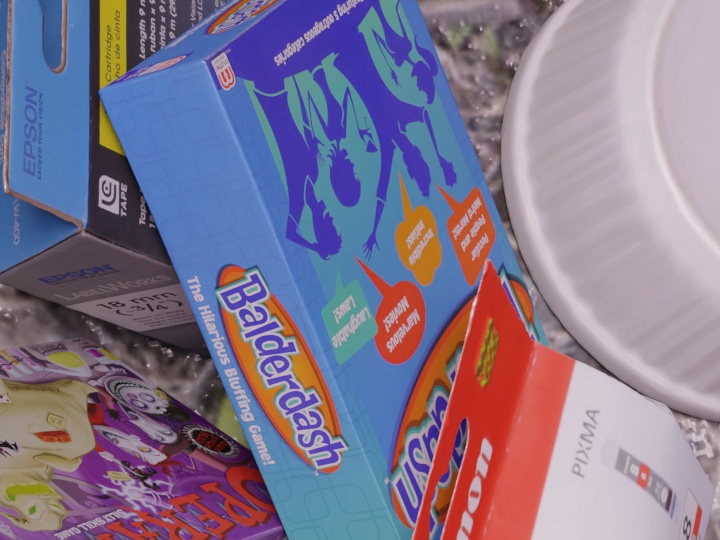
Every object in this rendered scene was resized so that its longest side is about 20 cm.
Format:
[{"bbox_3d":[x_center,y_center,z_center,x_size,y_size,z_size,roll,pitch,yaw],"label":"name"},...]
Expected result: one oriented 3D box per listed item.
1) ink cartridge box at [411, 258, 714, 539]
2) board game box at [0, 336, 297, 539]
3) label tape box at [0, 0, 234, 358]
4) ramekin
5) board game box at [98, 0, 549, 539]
[{"bbox_3d":[0.068,0.109,0.780,0.050,0.200,0.163,8,68,20],"label":"ink cartridge box"},{"bbox_3d":[-0.106,0.069,0.725,0.120,0.032,0.200,37,20,21],"label":"board game box"},{"bbox_3d":[-0.081,-0.063,0.782,0.200,0.063,0.145,25,59,-57],"label":"label tape box"},{"bbox_3d":[0.164,-0.045,0.906,0.202,0.094,0.203,5,73,-18],"label":"ramekin"},{"bbox_3d":[0.000,0.000,0.788,0.152,0.045,0.200,-47,120,-56],"label":"board game box"}]
